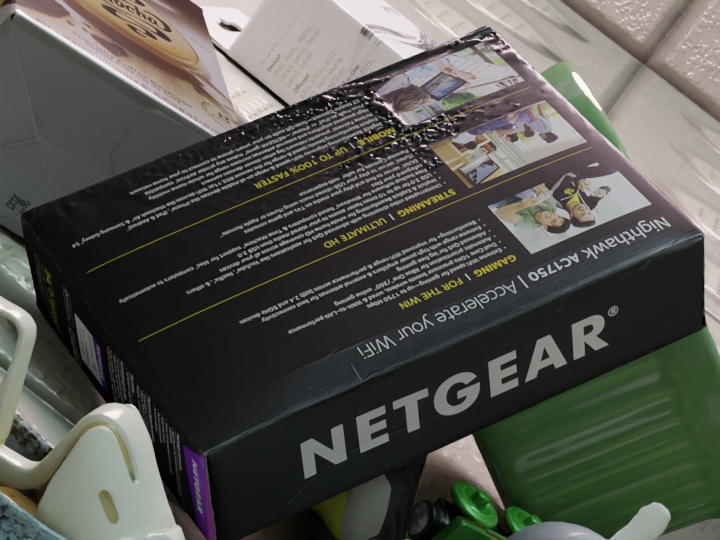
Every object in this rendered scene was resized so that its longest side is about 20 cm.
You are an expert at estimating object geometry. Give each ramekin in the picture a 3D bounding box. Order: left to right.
[{"bbox_3d":[0.080,0.025,1.156,0.200,0.098,0.200,-24,90,-90],"label":"ramekin"}]

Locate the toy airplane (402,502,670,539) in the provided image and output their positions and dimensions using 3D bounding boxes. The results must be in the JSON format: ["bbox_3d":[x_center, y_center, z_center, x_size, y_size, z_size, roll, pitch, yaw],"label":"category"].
[{"bbox_3d":[0.132,0.140,0.946,0.199,0.141,0.200,35,16,32],"label":"toy airplane"}]

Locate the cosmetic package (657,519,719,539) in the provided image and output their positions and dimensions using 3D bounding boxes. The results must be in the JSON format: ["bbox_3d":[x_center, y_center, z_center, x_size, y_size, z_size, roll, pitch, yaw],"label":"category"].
[{"bbox_3d":[0.262,0.155,1.286,0.200,0.123,0.199,43,14,29],"label":"cosmetic package"}]

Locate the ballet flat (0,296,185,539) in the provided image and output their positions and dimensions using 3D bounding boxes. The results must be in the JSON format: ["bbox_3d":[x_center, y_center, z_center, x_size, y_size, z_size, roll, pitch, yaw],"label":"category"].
[{"bbox_3d":[-0.102,0.051,0.811,0.200,0.074,0.074,38,13,2],"label":"ballet flat"}]

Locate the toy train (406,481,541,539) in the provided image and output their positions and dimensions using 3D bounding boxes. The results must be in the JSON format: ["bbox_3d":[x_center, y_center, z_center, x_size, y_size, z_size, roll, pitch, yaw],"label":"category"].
[{"bbox_3d":[0.094,0.138,1.095,0.200,0.042,0.056,28,27,-36],"label":"toy train"}]

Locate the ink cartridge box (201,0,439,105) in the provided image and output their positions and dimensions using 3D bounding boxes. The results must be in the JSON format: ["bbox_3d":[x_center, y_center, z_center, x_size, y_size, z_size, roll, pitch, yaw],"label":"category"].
[{"bbox_3d":[0.000,-0.118,1.663,0.200,0.067,0.116,40,14,10],"label":"ink cartridge box"}]

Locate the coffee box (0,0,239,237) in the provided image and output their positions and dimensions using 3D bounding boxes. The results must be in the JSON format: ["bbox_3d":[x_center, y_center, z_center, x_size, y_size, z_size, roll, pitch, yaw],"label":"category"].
[{"bbox_3d":[-0.122,-0.079,1.177,0.113,0.080,0.200,32,14,-20],"label":"coffee box"}]

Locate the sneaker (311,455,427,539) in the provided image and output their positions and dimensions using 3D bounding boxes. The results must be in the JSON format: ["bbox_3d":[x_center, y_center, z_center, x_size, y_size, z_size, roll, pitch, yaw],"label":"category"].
[{"bbox_3d":[-0.019,0.049,1.068,0.076,0.075,0.200,11,18,-13],"label":"sneaker"}]

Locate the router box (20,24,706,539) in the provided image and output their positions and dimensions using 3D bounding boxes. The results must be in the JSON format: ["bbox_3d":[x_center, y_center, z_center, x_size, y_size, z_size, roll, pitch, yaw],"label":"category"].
[{"bbox_3d":[0.000,0.000,1.010,0.149,0.200,0.051,49,-25,43],"label":"router box"}]
